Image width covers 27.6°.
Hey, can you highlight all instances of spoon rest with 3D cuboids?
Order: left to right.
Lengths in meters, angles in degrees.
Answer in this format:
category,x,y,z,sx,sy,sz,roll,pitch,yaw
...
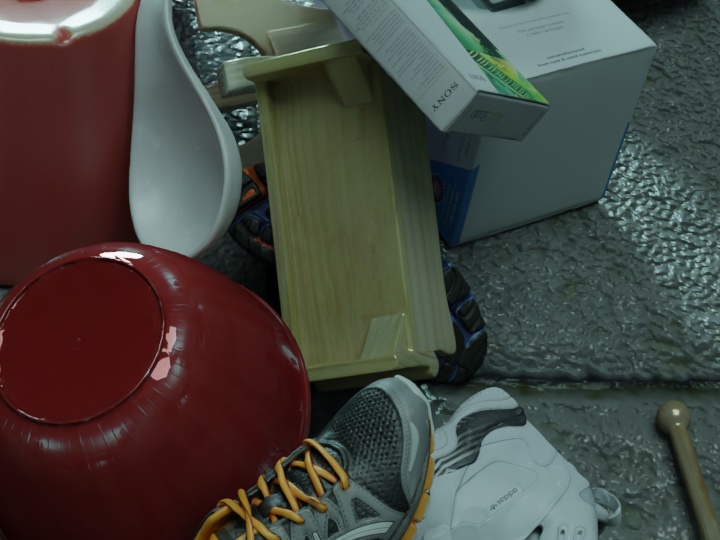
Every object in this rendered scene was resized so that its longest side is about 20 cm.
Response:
category,x,y,z,sx,sy,sz,roll,pitch,yaw
spoon rest,-0.108,-0.104,0.890,0.060,0.099,0.203,12,75,-42

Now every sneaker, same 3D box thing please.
category,x,y,z,sx,sy,sz,roll,pitch,yaw
sneaker,-0.038,0.134,0.740,0.201,0.077,0.078,-52,42,-2
sneaker,0.000,0.000,0.956,0.199,0.078,0.076,38,86,2
sneaker,0.061,0.157,0.815,0.114,0.076,0.200,35,51,18

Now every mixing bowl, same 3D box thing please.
category,x,y,z,sx,sy,sz,roll,pitch,yaw
mixing bowl,-0.132,0.061,0.789,0.197,0.109,0.203,-6,59,9

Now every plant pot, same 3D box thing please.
category,x,y,z,sx,sy,sz,roll,pitch,yaw
plant pot,-0.214,-0.121,0.949,0.197,0.179,0.202,6,46,-6

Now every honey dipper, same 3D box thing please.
category,x,y,z,sx,sy,sz,roll,pitch,yaw
honey dipper,0.210,0.158,0.882,0.037,0.038,0.201,3,41,-10

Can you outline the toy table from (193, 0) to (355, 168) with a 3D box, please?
category,x,y,z,sx,sy,sz,roll,pitch,yaw
toy table,-0.047,-0.131,1.014,0.115,0.184,0.203,-12,82,-11

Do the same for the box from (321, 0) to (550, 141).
category,x,y,z,sx,sy,sz,roll,pitch,yaw
box,0.021,-0.161,0.886,0.201,0.036,0.144,50,20,14

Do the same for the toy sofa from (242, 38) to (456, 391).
category,x,y,z,sx,sy,sz,roll,pitch,yaw
toy sofa,-0.006,-0.031,0.887,0.082,0.203,0.097,-9,-5,23

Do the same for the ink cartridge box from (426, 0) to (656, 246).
category,x,y,z,sx,sy,sz,roll,pitch,yaw
ink cartridge box,0.085,-0.152,1.072,0.144,0.148,0.201,-17,51,-26

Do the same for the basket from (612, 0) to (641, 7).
category,x,y,z,sx,sy,sz,roll,pitch,yaw
basket,0.214,-0.296,1.259,0.198,0.137,0.181,-11,53,-28
